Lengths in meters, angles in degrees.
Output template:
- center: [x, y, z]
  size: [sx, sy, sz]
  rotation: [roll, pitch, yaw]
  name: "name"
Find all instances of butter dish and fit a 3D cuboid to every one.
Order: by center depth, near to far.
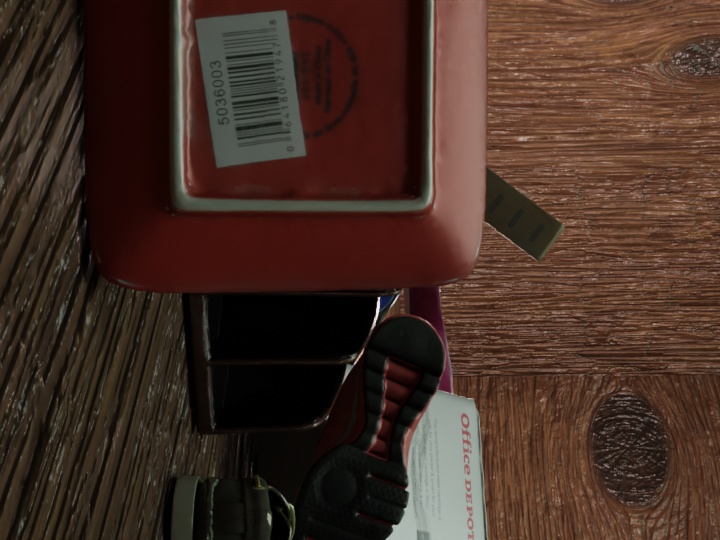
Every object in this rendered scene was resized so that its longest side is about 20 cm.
- center: [-0.048, -0.092, 0.689]
  size: [0.148, 0.199, 0.200]
  rotation: [-173, -97, -71]
  name: "butter dish"

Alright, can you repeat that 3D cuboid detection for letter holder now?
- center: [-0.030, 0.028, 0.929]
  size: [0.200, 0.142, 0.101]
  rotation: [-77, 166, -73]
  name: "letter holder"

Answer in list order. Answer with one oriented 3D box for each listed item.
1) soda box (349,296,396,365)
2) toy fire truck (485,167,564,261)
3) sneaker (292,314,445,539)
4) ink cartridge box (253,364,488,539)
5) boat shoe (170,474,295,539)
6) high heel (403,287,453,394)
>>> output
- center: [0.000, 0.000, 1.190]
  size: [0.200, 0.071, 0.063]
  rotation: [-57, 159, -15]
  name: "soda box"
- center: [0.037, -0.047, 1.052]
  size: [0.200, 0.129, 0.176]
  rotation: [39, -68, 42]
  name: "toy fire truck"
- center: [0.004, 0.133, 0.995]
  size: [0.200, 0.074, 0.087]
  rotation: [-65, -175, -15]
  name: "sneaker"
- center: [0.009, 0.167, 1.118]
  size: [0.200, 0.084, 0.145]
  rotation: [20, 60, -44]
  name: "ink cartridge box"
- center: [-0.074, 0.170, 0.861]
  size: [0.202, 0.060, 0.072]
  rotation: [75, 15, -73]
  name: "boat shoe"
- center: [0.079, 0.033, 1.246]
  size: [0.067, 0.096, 0.200]
  rotation: [100, 15, -74]
  name: "high heel"
